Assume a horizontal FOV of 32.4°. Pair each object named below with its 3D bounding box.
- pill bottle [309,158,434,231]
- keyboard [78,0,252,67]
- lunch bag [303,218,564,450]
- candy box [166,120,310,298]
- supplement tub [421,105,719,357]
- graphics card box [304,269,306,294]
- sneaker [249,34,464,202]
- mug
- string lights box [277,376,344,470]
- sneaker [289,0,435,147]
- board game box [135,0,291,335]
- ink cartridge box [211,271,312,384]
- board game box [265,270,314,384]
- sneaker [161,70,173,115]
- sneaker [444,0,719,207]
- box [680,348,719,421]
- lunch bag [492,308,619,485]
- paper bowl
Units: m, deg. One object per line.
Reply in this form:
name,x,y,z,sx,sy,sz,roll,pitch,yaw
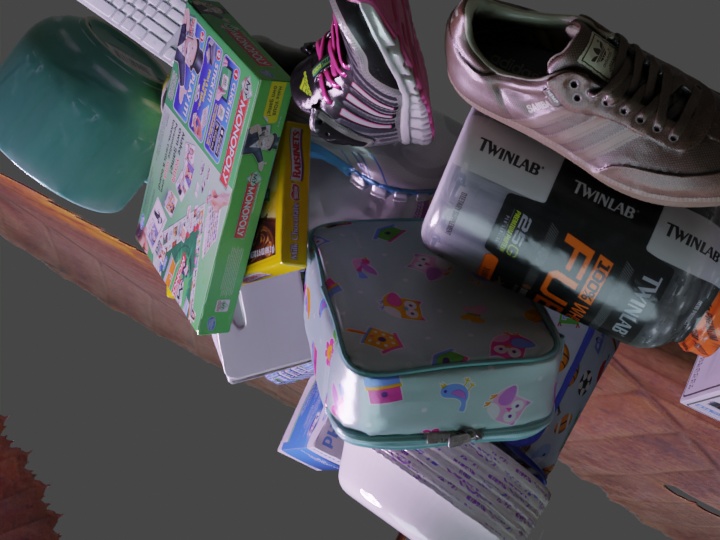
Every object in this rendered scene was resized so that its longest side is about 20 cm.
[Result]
pill bottle,0.028,-0.033,1.016,0.111,0.113,0.200,18,171,30
keyboard,-0.158,-0.196,0.901,0.199,0.056,0.011,34,-161,-28
lunch bag,0.047,0.040,0.833,0.158,0.078,0.201,-1,-148,-12
candy box,-0.095,-0.040,0.933,0.026,0.104,0.199,9,167,-31
supplement tub,0.148,-0.030,0.788,0.198,0.124,0.123,24,167,6
graphics card box,0.000,0.000,1.172,0.050,0.127,0.200,-7,156,14
sneaker,-0.007,-0.114,0.888,0.198,0.076,0.087,19,152,12
mug,-0.225,-0.144,1.056,0.152,0.115,0.185,40,-165,-1
string lights box,-0.029,0.160,1.350,0.058,0.104,0.200,27,166,-9
sneaker,-0.005,-0.124,0.771,0.086,0.075,0.200,-11,164,7
board game box,-0.111,-0.075,0.897,0.029,0.202,0.135,-2,-146,-33
ink cartridge box,-0.112,-0.011,1.137,0.200,0.083,0.147,-125,24,-63
board game box,-0.073,0.008,1.292,0.061,0.203,0.199,-8,170,-28
sneaker,-0.079,-0.118,1.028,0.199,0.079,0.090,30,-171,-29
sneaker,0.134,-0.095,0.682,0.198,0.071,0.076,22,165,17
box,0.285,0.038,0.802,0.060,0.118,0.200,25,166,1
lunch bag,0.141,0.075,1.099,0.123,0.171,0.200,22,165,33
paper bowl,0.061,0.185,1.100,0.200,0.105,0.201,35,171,6
